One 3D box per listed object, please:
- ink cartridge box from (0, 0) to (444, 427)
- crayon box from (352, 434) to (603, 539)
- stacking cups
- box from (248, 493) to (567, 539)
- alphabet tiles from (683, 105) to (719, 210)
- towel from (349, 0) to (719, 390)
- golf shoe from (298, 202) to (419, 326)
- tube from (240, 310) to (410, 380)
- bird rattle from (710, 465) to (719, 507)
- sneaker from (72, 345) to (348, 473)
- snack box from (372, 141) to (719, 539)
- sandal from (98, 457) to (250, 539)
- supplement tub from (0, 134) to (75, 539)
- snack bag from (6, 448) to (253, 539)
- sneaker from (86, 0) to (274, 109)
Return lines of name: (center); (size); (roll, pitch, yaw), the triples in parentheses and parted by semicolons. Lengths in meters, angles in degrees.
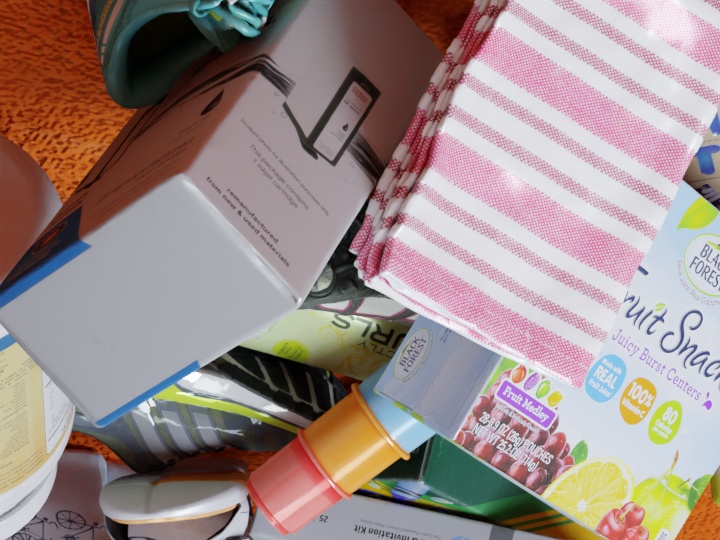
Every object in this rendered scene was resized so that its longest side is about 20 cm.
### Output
ink cartridge box: (-0.062, -0.041, 1.383); (0.084, 0.200, 0.146); (46, 129, -14)
crayon box: (0.065, 0.134, 1.764); (0.200, 0.052, 0.125); (27, 160, -38)
stacking cups: (0.024, 0.065, 1.619); (0.200, 0.061, 0.061); (-35, 141, 5)
box: (0.049, 0.175, 1.752); (0.199, 0.041, 0.156); (12, 164, 16)
alphabet tiles: (0.149, -0.071, 1.493); (0.199, 0.008, 0.167); (-9, 146, 11)
towel: (0.093, -0.059, 1.371); (0.146, 0.201, 0.030); (27, -179, -34)
golf shoe: (0.000, 0.000, 1.552); (0.199, 0.078, 0.088); (8, 156, 11)
tube: (0.018, 0.041, 1.662); (0.199, 0.058, 0.052); (18, -177, -22)
bird rattle: (0.227, 0.097, 1.672); (0.112, 0.164, 0.200); (-32, 149, 11)
sneaker: (-0.092, 0.074, 1.669); (0.199, 0.074, 0.081); (17, 122, -16)
snack box: (0.121, 0.035, 1.498); (0.068, 0.169, 0.200); (30, 176, 41)
sandal: (-0.095, 0.141, 1.693); (0.079, 0.060, 0.207); (-1, -178, 5)
supplement tub: (-0.218, 0.038, 1.533); (0.144, 0.145, 0.201); (0, 140, -4)
snack bag: (-0.139, 0.156, 1.721); (0.199, 0.189, 0.021); (11, 115, -19)
sneaker: (-0.049, -0.139, 1.350); (0.077, 0.080, 0.200); (23, 139, -33)
